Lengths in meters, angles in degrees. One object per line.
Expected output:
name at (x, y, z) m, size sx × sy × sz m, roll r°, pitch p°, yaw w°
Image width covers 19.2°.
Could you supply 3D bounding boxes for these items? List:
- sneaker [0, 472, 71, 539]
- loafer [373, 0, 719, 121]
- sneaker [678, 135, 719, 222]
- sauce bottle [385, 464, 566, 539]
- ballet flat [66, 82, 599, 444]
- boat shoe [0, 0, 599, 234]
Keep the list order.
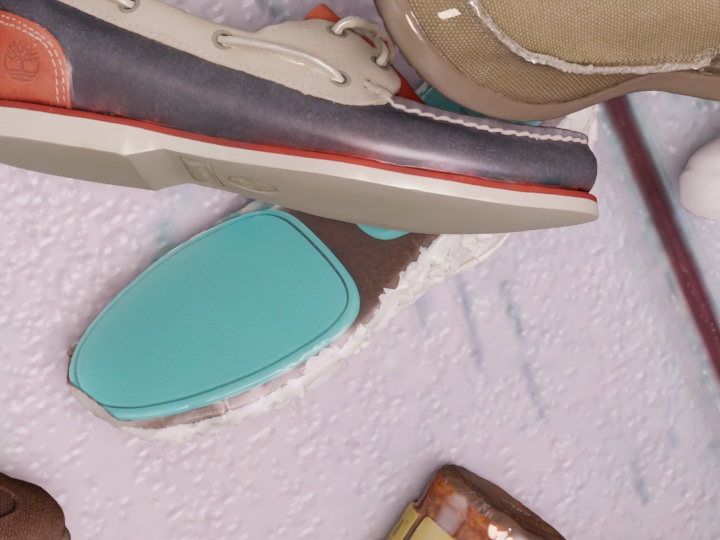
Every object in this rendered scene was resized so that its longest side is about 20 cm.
sneaker at (-0.183, 0.063, 0.643) m, size 0.199 × 0.070 × 0.076 m, roll 2°, pitch 104°, yaw -22°
loafer at (0.085, -0.091, 0.627) m, size 0.199 × 0.067 × 0.076 m, roll -7°, pitch 69°, yaw -43°
sneaker at (0.192, -0.074, 0.747) m, size 0.199 × 0.075 × 0.089 m, roll -19°, pitch 104°, yaw -22°
sauce bottle at (0.000, 0.166, 0.752) m, size 0.066 × 0.066 × 0.200 m, roll 30°, pitch 97°, yaw -27°
ballet flat at (0.000, 0.000, 0.697) m, size 0.200 × 0.072 × 0.072 m, roll -35°, pitch 116°, yaw -5°
boat shoe at (-0.024, -0.052, 0.638) m, size 0.199 × 0.071 × 0.063 m, roll 10°, pitch 78°, yaw 3°
